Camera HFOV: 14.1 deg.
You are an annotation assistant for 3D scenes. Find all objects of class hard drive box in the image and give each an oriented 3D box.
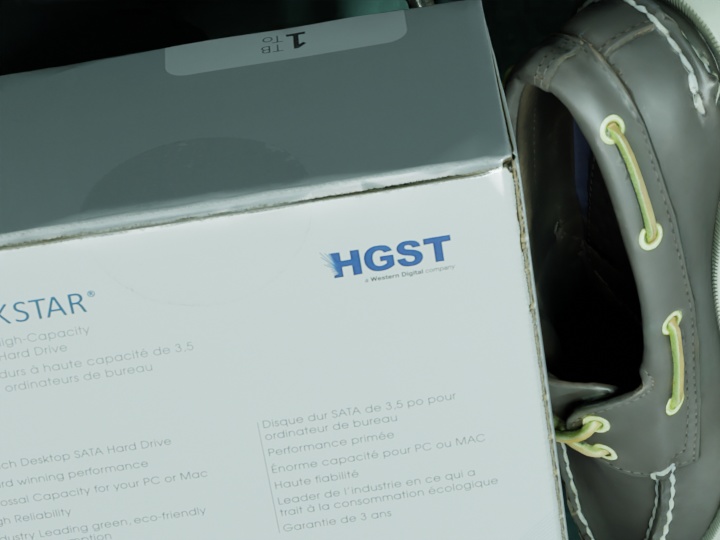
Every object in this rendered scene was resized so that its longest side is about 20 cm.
[{"bbox_3d":[-0.029,0.049,0.712,0.155,0.077,0.201,-8,124,1],"label":"hard drive box"}]

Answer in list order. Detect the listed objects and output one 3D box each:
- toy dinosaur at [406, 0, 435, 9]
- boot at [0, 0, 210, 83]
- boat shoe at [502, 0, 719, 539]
[{"bbox_3d":[0.000,0.000,0.790,0.076,0.102,0.201,-13,120,4],"label":"toy dinosaur"},{"bbox_3d":[-0.136,-0.006,0.756,0.197,0.074,0.163,14,122,-23],"label":"boot"},{"bbox_3d":[0.067,0.011,0.788,0.060,0.072,0.202,-28,135,-27],"label":"boat shoe"}]
